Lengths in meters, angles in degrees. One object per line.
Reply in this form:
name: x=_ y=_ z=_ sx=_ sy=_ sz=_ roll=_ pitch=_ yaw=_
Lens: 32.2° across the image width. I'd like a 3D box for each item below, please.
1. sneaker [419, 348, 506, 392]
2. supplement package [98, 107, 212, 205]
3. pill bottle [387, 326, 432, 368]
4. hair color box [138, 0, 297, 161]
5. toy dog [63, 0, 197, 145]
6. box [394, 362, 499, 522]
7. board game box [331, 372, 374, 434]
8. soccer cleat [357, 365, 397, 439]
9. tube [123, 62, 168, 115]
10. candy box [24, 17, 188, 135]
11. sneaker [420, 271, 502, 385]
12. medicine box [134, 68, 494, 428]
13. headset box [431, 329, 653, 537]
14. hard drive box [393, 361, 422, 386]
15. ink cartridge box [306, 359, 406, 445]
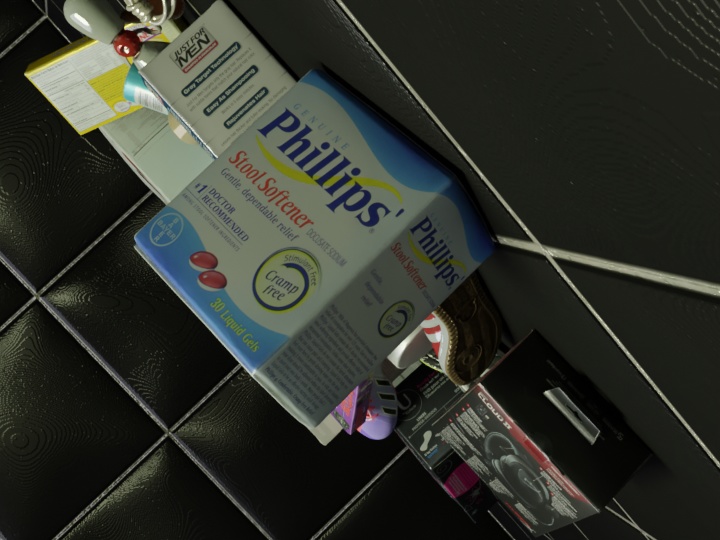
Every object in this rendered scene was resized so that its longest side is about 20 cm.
sneaker: x=0.135 y=0.109 z=1.280 sx=0.200 sy=0.074 sz=0.081 roll=47 pitch=-170 yaw=22
supplement package: x=-0.188 y=-0.135 z=1.522 sx=0.200 sy=0.147 sz=0.191 roll=44 pitch=173 yaw=34
pill bottle: x=0.000 y=0.000 z=1.249 sx=0.200 sy=0.112 sz=0.112 roll=45 pitch=173 yaw=19
hair color box: x=-0.092 y=-0.130 z=1.110 sx=0.200 sy=0.100 sz=0.061 roll=48 pitch=175 yaw=-2
toy dog: x=-0.197 y=-0.228 z=1.273 sx=0.200 sy=0.131 sz=0.097 roll=56 pitch=-151 yaw=-30
box: x=0.125 y=0.190 z=1.490 sx=0.115 sy=0.132 sz=0.200 roll=46 pitch=175 yaw=34
board game box: x=-0.036 y=0.086 z=1.272 sx=0.120 sy=0.032 sz=0.200 roll=42 pitch=158 yaw=16
soccer cleat: x=-0.002 y=0.113 z=1.353 sx=0.077 sy=0.066 sz=0.201 roll=-81 pitch=-16 yaw=-58
tube: x=-0.159 y=-0.173 z=1.363 sx=0.199 sy=0.051 sz=0.077 roll=23 pitch=176 yaw=4
candy box: x=-0.271 y=-0.227 z=1.412 sx=0.102 sy=0.199 sz=0.026 roll=53 pitch=-149 yaw=-34
sneaker: x=0.061 y=0.020 z=1.145 sx=0.112 sy=0.071 sz=0.200 roll=38 pitch=162 yaw=36
medicine box: x=-0.036 y=-0.021 z=0.946 sx=0.182 sy=0.200 sz=0.103 roll=42 pitch=174 yaw=38
headset box: x=0.159 y=0.149 z=1.119 sx=0.149 sy=0.077 sz=0.200 roll=46 pitch=159 yaw=7
hard drive box: x=0.069 y=0.186 z=2.105 sx=0.156 sy=0.077 sz=0.200 roll=46 pitch=174 yaw=17
ink cartridge box: x=-0.022 y=0.071 z=1.423 sx=0.163 sy=0.200 sz=0.057 roll=49 pitch=177 yaw=-22
